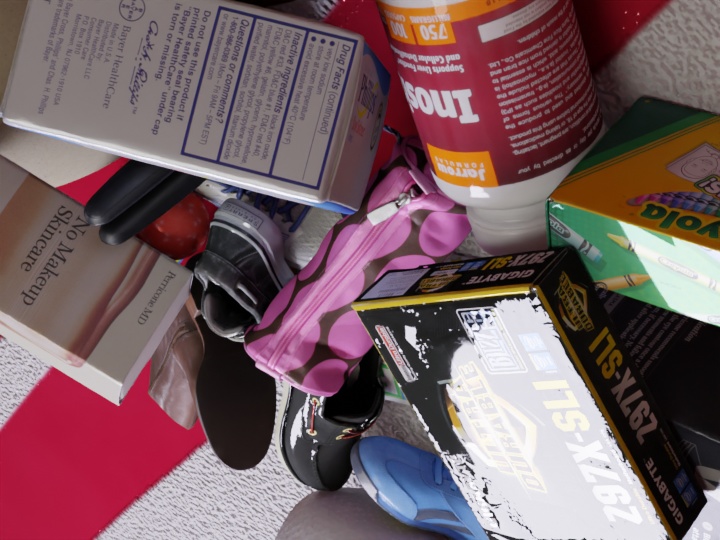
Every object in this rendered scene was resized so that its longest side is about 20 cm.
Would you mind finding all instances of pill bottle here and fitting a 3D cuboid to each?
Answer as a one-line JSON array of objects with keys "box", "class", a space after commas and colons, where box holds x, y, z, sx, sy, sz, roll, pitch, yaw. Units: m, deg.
[{"box": [0.085, -0.112, 1.106, 0.113, 0.113, 0.200, 7, 129, 40], "class": "pill bottle"}]

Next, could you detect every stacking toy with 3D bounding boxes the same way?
[{"box": [-0.158, -0.029, 1.385, 0.085, 0.085, 0.200, 53, 166, -10], "class": "stacking toy"}]

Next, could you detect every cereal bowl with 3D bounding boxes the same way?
[{"box": [0.034, 0.229, 1.470, 0.200, 0.083, 0.200, 26, 174, 3], "class": "cereal bowl"}]

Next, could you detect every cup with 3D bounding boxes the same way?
[{"box": [-0.289, -0.135, 1.417, 0.200, 0.143, 0.200, 26, 139, 25], "class": "cup"}]

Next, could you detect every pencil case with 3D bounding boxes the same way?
[{"box": [0.000, 0.000, 1.243, 0.091, 0.094, 0.200, 37, 112, 2], "class": "pencil case"}]

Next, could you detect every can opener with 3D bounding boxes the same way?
[{"box": [-0.110, -0.092, 1.258, 0.079, 0.200, 0.063, 37, 173, 41], "class": "can opener"}]

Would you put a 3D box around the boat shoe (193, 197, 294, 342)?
[{"box": [-0.089, 0.015, 1.329, 0.072, 0.071, 0.200, 30, 163, 20], "class": "boat shoe"}]

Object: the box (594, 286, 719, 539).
[{"box": [0.208, 0.124, 1.210, 0.200, 0.117, 0.197, 24, 139, 27], "class": "box"}]

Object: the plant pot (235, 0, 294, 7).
[{"box": [-0.078, -0.237, 1.114, 0.186, 0.186, 0.200, 51, 158, -8], "class": "plant pot"}]

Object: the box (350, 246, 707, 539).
[{"box": [0.105, 0.084, 1.133, 0.160, 0.049, 0.200, -8, 119, 46], "class": "box"}]

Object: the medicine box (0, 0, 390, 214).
[{"box": [-0.093, -0.109, 1.118, 0.200, 0.103, 0.182, 15, -179, 6], "class": "medicine box"}]

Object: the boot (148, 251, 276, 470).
[{"box": [-0.130, 0.103, 1.489, 0.200, 0.064, 0.186, 127, 137, -59], "class": "boot"}]

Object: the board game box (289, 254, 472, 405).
[{"box": [0.029, 0.041, 1.371, 0.200, 0.034, 0.134, 11, 132, 37], "class": "board game box"}]

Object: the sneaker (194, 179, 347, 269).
[{"box": [-0.082, -0.060, 1.320, 0.200, 0.075, 0.088, 30, -178, 18], "class": "sneaker"}]

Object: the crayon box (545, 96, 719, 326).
[{"box": [0.223, -0.026, 1.051, 0.200, 0.119, 0.058, 19, 136, 30], "class": "crayon box"}]

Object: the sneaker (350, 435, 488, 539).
[{"box": [0.087, 0.173, 1.395, 0.200, 0.066, 0.078, 33, 127, -16], "class": "sneaker"}]

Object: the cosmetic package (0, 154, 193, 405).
[{"box": [-0.230, -0.001, 1.299, 0.200, 0.103, 0.087, 30, 165, -1], "class": "cosmetic package"}]

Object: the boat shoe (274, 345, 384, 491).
[{"box": [-0.020, 0.102, 1.385, 0.063, 0.074, 0.201, 33, 138, 29], "class": "boat shoe"}]
